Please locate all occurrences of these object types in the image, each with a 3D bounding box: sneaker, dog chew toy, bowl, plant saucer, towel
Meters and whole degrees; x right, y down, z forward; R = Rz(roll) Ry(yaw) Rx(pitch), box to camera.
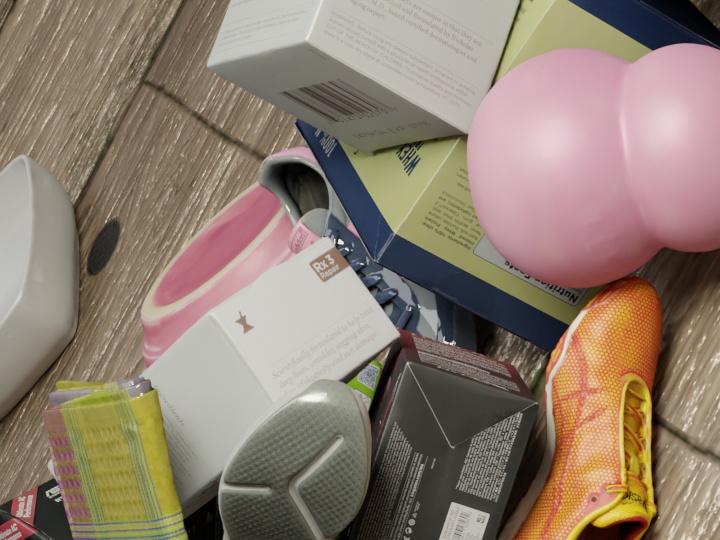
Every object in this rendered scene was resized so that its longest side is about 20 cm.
[{"bbox_3d":[0.129,0.101,1.515,0.077,0.073,0.201,6,76,42],"label":"sneaker"},{"bbox_3d":[0.159,-0.060,1.501,0.199,0.125,0.125,-9,51,19],"label":"dog chew toy"},{"bbox_3d":[-0.288,0.030,2.320,0.200,0.074,0.200,-48,30,31],"label":"bowl"},{"bbox_3d":[-0.073,-0.004,1.905,0.200,0.051,0.201,-40,15,13],"label":"plant saucer"},{"bbox_3d":[-0.112,0.151,1.514,0.143,0.023,0.201,-14,93,63],"label":"towel"},{"bbox_3d":[-0.038,0.116,1.479,0.080,0.070,0.201,-73,2,-47],"label":"sneaker"},{"bbox_3d":[0.000,0.000,1.760,0.200,0.082,0.070,58,134,40],"label":"sneaker"}]

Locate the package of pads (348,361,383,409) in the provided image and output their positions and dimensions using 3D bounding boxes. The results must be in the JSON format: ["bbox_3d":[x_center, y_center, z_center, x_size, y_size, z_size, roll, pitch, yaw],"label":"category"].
[{"bbox_3d":[-0.078,0.137,1.840,0.200,0.068,0.155,-25,45,53],"label":"package of pads"}]

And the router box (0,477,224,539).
[{"bbox_3d":[-0.139,0.201,1.707,0.062,0.150,0.201,27,127,35],"label":"router box"}]

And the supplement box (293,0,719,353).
[{"bbox_3d":[0.089,-0.098,1.675,0.200,0.134,0.200,-56,27,14],"label":"supplement box"}]

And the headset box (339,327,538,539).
[{"bbox_3d":[0.033,0.117,1.565,0.200,0.075,0.149,-98,26,-85],"label":"headset box"}]

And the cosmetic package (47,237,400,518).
[{"bbox_3d":[-0.076,0.072,1.565,0.102,0.074,0.200,-34,-4,-41],"label":"cosmetic package"}]

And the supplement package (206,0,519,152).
[{"bbox_3d":[0.019,-0.181,1.592,0.117,0.117,0.201,-6,61,60],"label":"supplement package"}]
